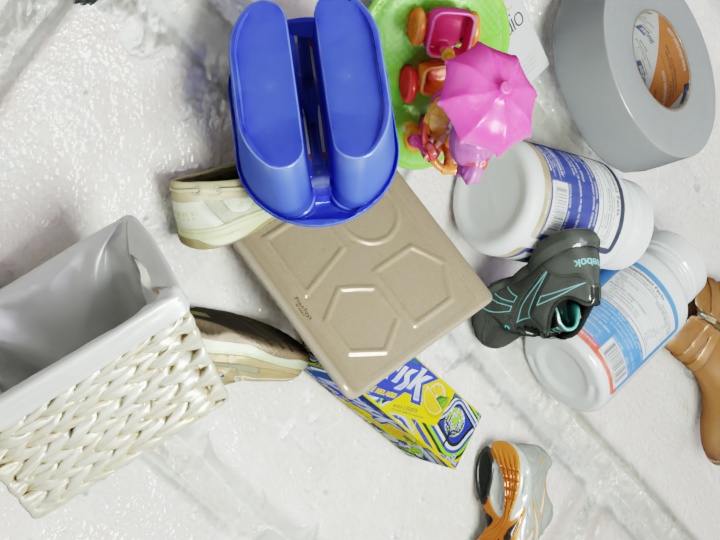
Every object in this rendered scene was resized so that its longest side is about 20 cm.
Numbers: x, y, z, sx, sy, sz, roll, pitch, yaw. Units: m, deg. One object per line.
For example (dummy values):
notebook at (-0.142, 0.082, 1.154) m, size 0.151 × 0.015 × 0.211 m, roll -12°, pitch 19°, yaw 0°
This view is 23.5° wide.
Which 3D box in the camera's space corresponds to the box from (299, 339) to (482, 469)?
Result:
box at (0.027, 0.111, 1.639) m, size 0.200 × 0.070 × 0.065 m, roll 41°, pitch 69°, yaw -39°

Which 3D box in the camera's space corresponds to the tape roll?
tape roll at (0.279, -0.203, 1.750) m, size 0.199 × 0.066 × 0.203 m, roll 18°, pitch 65°, yaw -44°

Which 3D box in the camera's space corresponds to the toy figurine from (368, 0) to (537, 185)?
toy figurine at (0.085, -0.145, 1.529) m, size 0.148 × 0.184 × 0.202 m, roll 2°, pitch 118°, yaw -17°

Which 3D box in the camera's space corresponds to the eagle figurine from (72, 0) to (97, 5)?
eagle figurine at (-0.167, -0.320, 1.360) m, size 0.198 × 0.151 × 0.153 m, roll -23°, pitch 73°, yaw -4°

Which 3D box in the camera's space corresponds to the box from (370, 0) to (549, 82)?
box at (0.093, -0.235, 1.646) m, size 0.144 × 0.036 × 0.201 m, roll -46°, pitch 124°, yaw -24°

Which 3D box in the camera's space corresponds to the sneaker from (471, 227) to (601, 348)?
sneaker at (0.169, 0.036, 1.676) m, size 0.075 × 0.200 × 0.080 m, roll -1°, pitch 63°, yaw -27°

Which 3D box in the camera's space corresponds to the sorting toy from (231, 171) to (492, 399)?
sorting toy at (0.000, 0.000, 1.562) m, size 0.199 × 0.037 × 0.186 m, roll -32°, pitch 81°, yaw -34°

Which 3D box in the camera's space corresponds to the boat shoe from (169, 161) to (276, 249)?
boat shoe at (-0.077, -0.085, 1.506) m, size 0.199 × 0.073 × 0.064 m, roll -26°, pitch 120°, yaw -27°

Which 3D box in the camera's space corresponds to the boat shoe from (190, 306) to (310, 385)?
boat shoe at (-0.137, 0.075, 1.497) m, size 0.198 × 0.072 × 0.077 m, roll 15°, pitch 101°, yaw -33°

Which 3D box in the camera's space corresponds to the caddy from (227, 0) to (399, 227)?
caddy at (-0.041, -0.137, 1.458) m, size 0.139 × 0.105 × 0.202 m, roll -7°, pitch 67°, yaw -3°

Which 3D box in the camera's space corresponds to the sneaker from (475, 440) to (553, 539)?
sneaker at (0.166, 0.276, 1.798) m, size 0.091 × 0.075 × 0.203 m, roll 0°, pitch 101°, yaw -46°

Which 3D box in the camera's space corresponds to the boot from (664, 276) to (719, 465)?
boot at (0.389, 0.109, 1.961) m, size 0.154 × 0.073 × 0.202 m, roll 24°, pitch 71°, yaw -43°

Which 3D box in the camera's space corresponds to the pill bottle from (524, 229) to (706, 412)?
pill bottle at (0.273, 0.047, 1.816) m, size 0.200 × 0.112 × 0.113 m, roll -39°, pitch 122°, yaw -29°

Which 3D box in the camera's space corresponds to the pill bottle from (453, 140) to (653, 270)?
pill bottle at (0.196, -0.060, 1.722) m, size 0.199 × 0.115 × 0.117 m, roll 11°, pitch 92°, yaw -42°

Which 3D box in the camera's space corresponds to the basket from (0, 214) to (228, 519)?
basket at (-0.218, 0.076, 1.341) m, size 0.199 × 0.136 × 0.124 m, roll -31°, pitch 128°, yaw -7°
